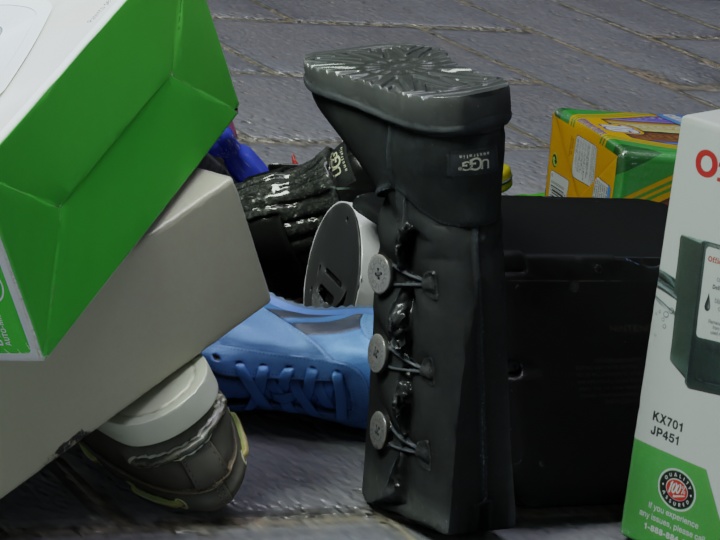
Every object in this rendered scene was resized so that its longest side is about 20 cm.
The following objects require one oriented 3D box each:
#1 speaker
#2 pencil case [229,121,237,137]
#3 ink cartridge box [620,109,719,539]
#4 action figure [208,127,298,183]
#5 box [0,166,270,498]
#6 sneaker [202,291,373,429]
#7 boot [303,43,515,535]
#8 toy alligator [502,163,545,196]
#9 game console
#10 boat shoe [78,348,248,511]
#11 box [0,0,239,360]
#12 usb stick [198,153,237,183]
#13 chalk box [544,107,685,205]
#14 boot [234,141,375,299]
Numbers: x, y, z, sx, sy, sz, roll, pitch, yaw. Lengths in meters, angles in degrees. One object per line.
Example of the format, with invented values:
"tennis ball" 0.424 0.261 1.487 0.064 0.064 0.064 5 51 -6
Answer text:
"speaker" 0.073 0.018 1.455 0.199 0.082 0.081 9 13 -21
"pencil case" -0.180 -0.084 1.767 0.199 0.091 0.094 17 54 27
"ink cartridge box" 0.203 0.039 1.229 0.083 0.202 0.146 -6 19 -42
"action figure" -0.072 -0.051 1.602 0.200 0.065 0.099 39 2 -35
"box" -0.139 0.029 1.209 0.200 0.069 0.082 -35 33 -31
"sneaker" -0.040 0.051 1.376 0.199 0.066 0.078 17 38 23
"boot" 0.021 0.005 1.284 0.065 0.202 0.165 -8 16 -16
"toy alligator" 0.084 -0.029 1.676 0.198 0.060 0.054 -5 19 15
"game console" 0.113 0.034 1.377 0.199 0.177 0.116 0 -14 -32
"boat shoe" -0.109 0.057 1.301 0.072 0.061 0.202 -34 25 -12
"box" -0.176 -0.053 1.204 0.175 0.097 0.200 1 34 27
"usb stick" -0.120 -0.065 1.611 0.033 0.055 0.200 57 8 35
"chalk box" 0.215 -0.018 1.617 0.198 0.126 0.124 2 15 -14
"boot" -0.001 -0.002 1.539 0.157 0.211 0.080 -27 47 17
